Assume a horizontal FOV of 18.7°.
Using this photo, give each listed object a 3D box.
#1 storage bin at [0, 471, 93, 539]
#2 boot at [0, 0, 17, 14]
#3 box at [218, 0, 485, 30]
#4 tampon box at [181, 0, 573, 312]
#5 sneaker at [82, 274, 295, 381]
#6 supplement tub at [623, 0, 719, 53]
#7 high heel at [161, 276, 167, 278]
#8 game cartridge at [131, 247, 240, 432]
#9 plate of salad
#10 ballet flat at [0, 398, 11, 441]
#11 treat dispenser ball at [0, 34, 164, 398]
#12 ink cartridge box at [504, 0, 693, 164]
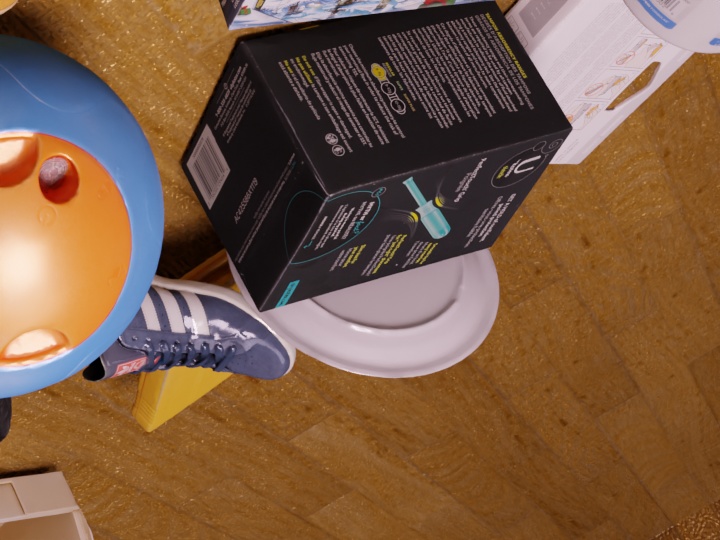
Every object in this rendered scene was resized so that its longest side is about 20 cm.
[{"bbox_3d":[-0.353,0.259,1.818,0.199,0.094,0.199,-3,147,-47],"label":"storage bin"},{"bbox_3d":[-0.157,-0.203,1.081,0.200,0.071,0.144,-18,150,-34],"label":"boot"},{"bbox_3d":[0.026,-0.201,1.284,0.199,0.040,0.137,-10,160,-26],"label":"box"},{"bbox_3d":[0.009,-0.082,1.459,0.199,0.127,0.150,-16,155,-32],"label":"tampon box"},{"bbox_3d":[-0.142,0.047,1.484,0.199,0.085,0.075,21,140,-10],"label":"sneaker"},{"bbox_3d":[0.253,-0.233,1.375,0.131,0.133,0.200,-17,168,-27],"label":"supplement tub"},{"bbox_3d":[-0.212,0.033,1.514,0.096,0.068,0.200,-31,163,23],"label":"high heel"},{"bbox_3d":[-0.091,0.027,1.658,0.176,0.032,0.200,-35,166,-28],"label":"game cartridge"},{"bbox_3d":[0.000,0.000,1.527,0.199,0.200,0.048,-15,148,-31],"label":"plate of salad"},{"bbox_3d":[-0.297,0.075,1.557,0.066,0.057,0.200,3,155,8],"label":"ballet flat"},{"bbox_3d":[-0.208,-0.030,1.203,0.200,0.201,0.201,-25,158,-10],"label":"treat dispenser ball"},{"bbox_3d":[0.154,-0.150,1.598,0.176,0.045,0.200,-5,149,-45],"label":"ink cartridge box"}]
